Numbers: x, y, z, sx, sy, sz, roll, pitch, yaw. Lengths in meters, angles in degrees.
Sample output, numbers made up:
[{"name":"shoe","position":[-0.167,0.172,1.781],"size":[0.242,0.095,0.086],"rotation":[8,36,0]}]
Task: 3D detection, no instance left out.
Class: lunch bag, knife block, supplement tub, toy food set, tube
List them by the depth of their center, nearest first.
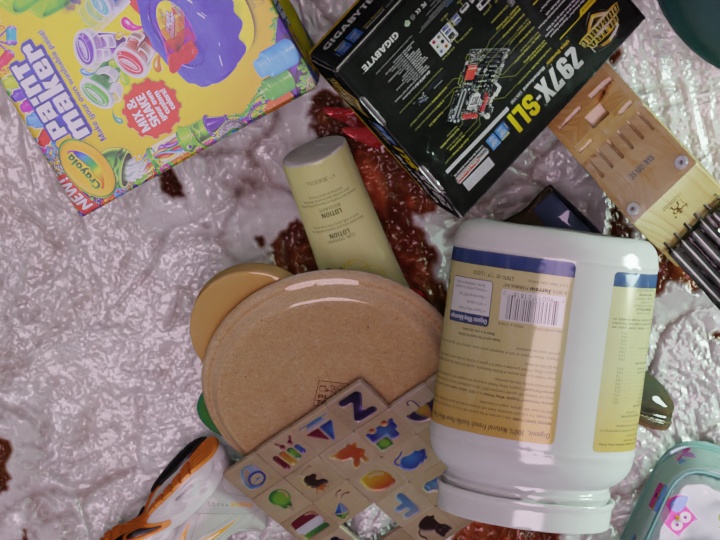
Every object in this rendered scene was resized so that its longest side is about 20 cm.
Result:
[{"name":"supplement tub","position":[0.124,0.071,1.431],"size":[0.143,0.144,0.202],"rotation":[7,92,-2]},{"name":"knife block","position":[0.227,-0.056,1.521],"size":[0.064,0.200,0.175],"rotation":[-43,146,8]},{"name":"toy food set","position":[-0.024,0.078,1.525],"size":[0.198,0.049,0.199],"rotation":[-6,125,0]},{"name":"tube","position":[0.000,0.000,1.532],"size":[0.052,0.058,0.201],"rotation":[-37,117,-36]},{"name":"lunch bag","position":[0.299,0.224,1.577],"size":[0.199,0.077,0.161],"rotation":[21,102,-6]}]

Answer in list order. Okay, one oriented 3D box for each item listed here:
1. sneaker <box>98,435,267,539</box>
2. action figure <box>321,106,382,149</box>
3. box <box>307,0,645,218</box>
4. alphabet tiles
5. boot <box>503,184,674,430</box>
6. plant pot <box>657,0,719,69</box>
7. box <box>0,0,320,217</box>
[{"name":"sneaker","position":[-0.148,0.225,1.576],"size":[0.092,0.076,0.200],"rotation":[41,101,-14]},{"name":"action figure","position":[0.035,-0.188,1.476],"size":[0.051,0.065,0.201],"rotation":[23,104,-25]},{"name":"box","position":[0.083,-0.163,1.439],"size":[0.200,0.049,0.160],"rotation":[-48,125,-5]},{"name":"alphabet tiles","position":[0.026,0.146,1.542],"size":[0.199,0.008,0.167],"rotation":[-35,122,19]},{"name":"boot","position":[0.174,0.029,1.527],"size":[0.200,0.075,0.097],"rotation":[38,104,-8]},{"name":"plant pot","position":[0.307,-0.211,1.409],"size":[0.198,0.188,0.202],"rotation":[0,105,-1]},{"name":"box","position":[-0.157,-0.179,1.447],"size":[0.192,0.122,0.201],"rotation":[-29,103,8]}]
